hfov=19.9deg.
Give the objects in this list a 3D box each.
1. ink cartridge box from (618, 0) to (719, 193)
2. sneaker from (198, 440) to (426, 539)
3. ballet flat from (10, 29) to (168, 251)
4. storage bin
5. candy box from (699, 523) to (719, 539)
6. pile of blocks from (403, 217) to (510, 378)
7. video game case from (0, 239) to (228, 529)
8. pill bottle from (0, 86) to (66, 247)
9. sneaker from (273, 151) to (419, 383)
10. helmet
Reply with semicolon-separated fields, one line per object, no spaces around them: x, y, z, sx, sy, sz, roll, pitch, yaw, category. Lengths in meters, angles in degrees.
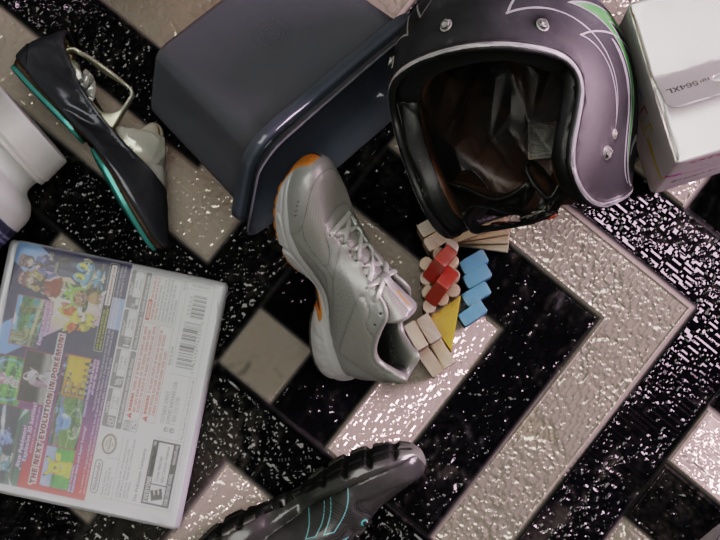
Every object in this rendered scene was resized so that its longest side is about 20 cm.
0.273;-0.148;1.567;0.127;0.200;0.126;-17;84;0;ink cartridge box
-0.031;0.202;1.620;0.199;0.075;0.080;-28;96;7;sneaker
-0.199;-0.111;1.645;0.073;0.073;0.201;-38;83;-2;ballet flat
-0.064;-0.145;1.608;0.134;0.146;0.200;41;62;15;storage bin
0.304;0.306;1.542;0.200;0.168;0.072;48;122;4;candy box
0.078;-0.015;1.631;0.081;0.062;0.202;5;86;2;pile of blocks
-0.213;0.091;1.650;0.180;0.023;0.202;11;87;2;video game case
-0.332;-0.049;1.620;0.200;0.111;0.111;-43;85;-2;pill bottle
0.000;0.000;1.578;0.076;0.091;0.201;-43;129;-37;sneaker
0.114;-0.133;1.536;0.198;0.200;0.193;-14;95;0;helmet
